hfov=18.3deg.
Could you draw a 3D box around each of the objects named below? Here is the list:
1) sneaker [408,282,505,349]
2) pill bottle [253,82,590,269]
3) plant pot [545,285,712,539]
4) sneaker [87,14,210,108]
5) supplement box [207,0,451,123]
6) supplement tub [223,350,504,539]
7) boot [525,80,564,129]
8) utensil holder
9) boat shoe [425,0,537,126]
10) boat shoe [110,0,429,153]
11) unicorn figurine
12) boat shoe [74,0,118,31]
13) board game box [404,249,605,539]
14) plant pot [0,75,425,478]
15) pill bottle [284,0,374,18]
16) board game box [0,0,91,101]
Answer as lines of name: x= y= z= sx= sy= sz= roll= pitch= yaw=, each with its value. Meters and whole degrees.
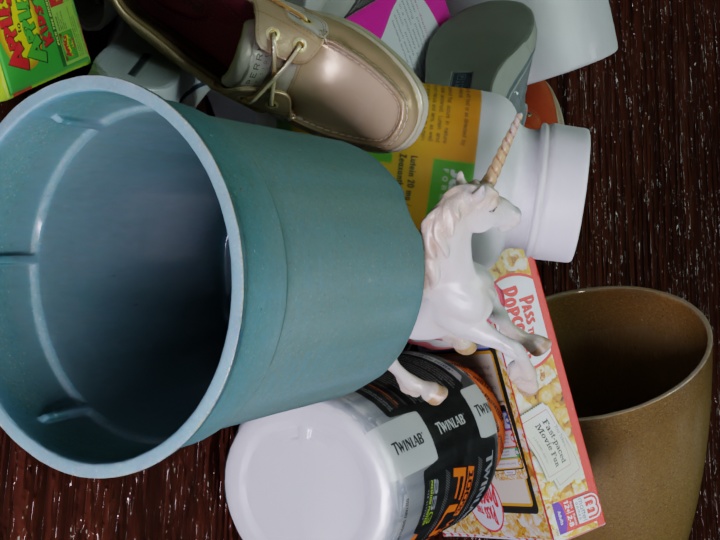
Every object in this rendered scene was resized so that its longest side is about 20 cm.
sneaker: x=0.000 y=0.000 z=1.402 sx=0.199 sy=0.087 sz=0.074 roll=11 pitch=82 yaw=-18
pill bottle: x=0.034 y=-0.058 z=1.349 sx=0.111 sy=0.199 sz=0.112 roll=7 pitch=90 yaw=-90
plant pot: x=0.189 y=0.144 z=1.702 sx=0.187 sy=0.186 sz=0.201 roll=-59 pitch=141 yaw=-54
sneaker: x=-0.128 y=-0.106 z=1.327 sx=0.200 sy=0.073 sz=0.071 roll=-55 pitch=166 yaw=-68
supplement box: x=-0.011 y=-0.126 z=1.507 sx=0.200 sy=0.103 sz=0.102 roll=-38 pitch=112 yaw=-59
supplement tub: x=0.010 y=0.119 z=1.413 sx=0.200 sy=0.122 sz=0.123 roll=-17 pitch=93 yaw=-62
boot: x=0.110 y=-0.109 z=1.730 sx=0.200 sy=0.075 sz=0.107 roll=-72 pitch=155 yaw=-45
utensil holder: x=0.096 y=-0.242 z=1.690 sx=0.170 sy=0.169 sz=0.201 roll=-32 pitch=108 yaw=-61
boat shoe: x=0.076 y=-0.106 z=1.497 sx=0.201 sy=0.070 sz=0.072 roll=-69 pitch=155 yaw=-48
boat shoe: x=-0.058 y=-0.121 z=1.260 sx=0.069 sy=0.200 sz=0.074 roll=-32 pitch=147 yaw=-64
unicorn figurine: x=0.048 y=0.015 z=1.286 sx=0.137 sy=0.200 sz=0.074 roll=44 pitch=39 yaw=-30
boat shoe: x=-0.176 y=-0.229 z=1.273 sx=0.200 sy=0.073 sz=0.067 roll=60 pitch=29 yaw=-30
board game box: x=0.085 y=0.085 z=1.541 sx=0.046 sy=0.151 sz=0.201 roll=-18 pitch=95 yaw=-28
plant pot: x=-0.079 y=0.000 z=1.189 sx=0.196 sy=0.200 sz=0.201 roll=-3 pitch=81 yaw=-54
pill bottle: x=-0.034 y=-0.207 z=1.383 sx=0.200 sy=0.113 sz=0.114 roll=-41 pitch=114 yaw=-60
board game box: x=-0.212 y=-0.194 z=1.196 sx=0.102 sy=0.047 sz=0.201 roll=-40 pitch=117 yaw=-65
